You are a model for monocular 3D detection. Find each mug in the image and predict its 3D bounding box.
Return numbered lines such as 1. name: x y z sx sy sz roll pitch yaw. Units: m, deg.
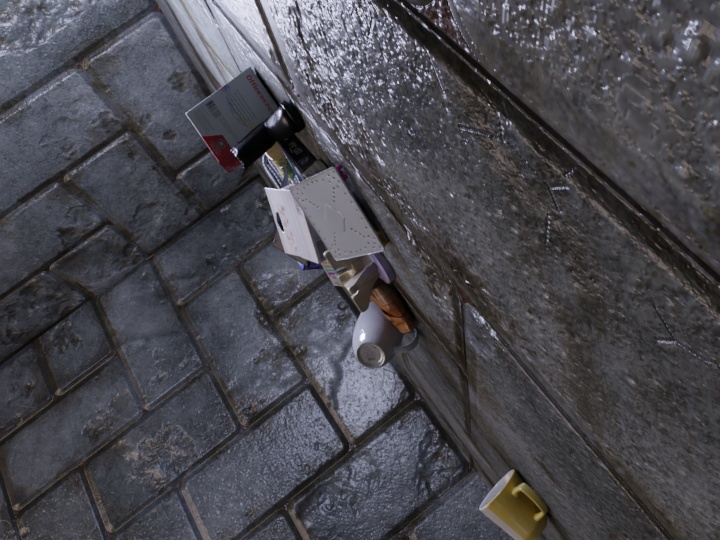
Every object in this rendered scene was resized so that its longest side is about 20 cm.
1. mug: 0.072 0.195 1.643 0.176 0.195 0.151 -62 -32 -58
2. mug: 0.430 0.663 1.559 0.153 0.150 0.187 44 178 16

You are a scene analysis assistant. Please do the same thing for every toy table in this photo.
1. toy table: 0.000 0.000 1.445 0.186 0.116 0.200 55 175 -5

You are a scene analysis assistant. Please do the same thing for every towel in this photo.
1. towel: -0.270 -0.324 2.001 0.202 0.085 0.166 56 175 -7

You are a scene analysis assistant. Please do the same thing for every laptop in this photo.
1. laptop: -0.180 -0.154 1.620 0.198 0.116 0.189 31 130 10

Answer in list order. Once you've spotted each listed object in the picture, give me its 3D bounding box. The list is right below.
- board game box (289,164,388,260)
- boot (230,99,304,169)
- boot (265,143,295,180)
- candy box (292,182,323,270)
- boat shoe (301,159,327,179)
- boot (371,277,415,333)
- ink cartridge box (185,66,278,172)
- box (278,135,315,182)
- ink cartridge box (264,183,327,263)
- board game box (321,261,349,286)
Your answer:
1. board game box: -0.049 -0.119 1.224 0.198 0.026 0.202 -8 119 56
2. boot: -0.214 -0.299 1.273 0.074 0.161 0.198 53 175 -16
3. boot: -0.235 -0.334 1.720 0.201 0.071 0.156 57 177 48
4. candy box: -0.156 -0.133 1.689 0.169 0.076 0.203 50 134 44
5. boat shoe: -0.067 -0.163 1.289 0.201 0.069 0.071 52 174 28
6. boot: 0.080 0.102 1.594 0.156 0.073 0.200 53 177 -7
7. ink cartridge box: -0.304 -0.373 1.425 0.147 0.198 0.145 54 177 0
8. box: -0.136 -0.250 1.498 0.161 0.043 0.201 52 174 37
9. ink cartridge box: -0.171 -0.131 1.526 0.175 0.044 0.204 18 129 51
10. board game box: -0.040 -0.010 1.656 0.131 0.035 0.201 6 153 18
